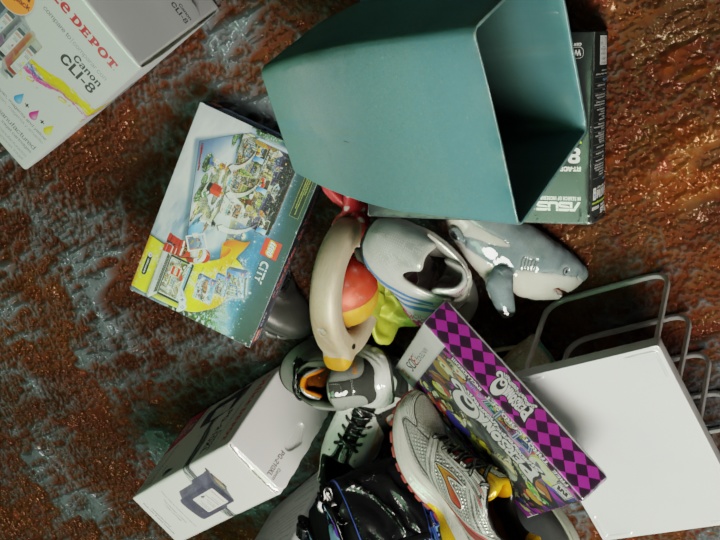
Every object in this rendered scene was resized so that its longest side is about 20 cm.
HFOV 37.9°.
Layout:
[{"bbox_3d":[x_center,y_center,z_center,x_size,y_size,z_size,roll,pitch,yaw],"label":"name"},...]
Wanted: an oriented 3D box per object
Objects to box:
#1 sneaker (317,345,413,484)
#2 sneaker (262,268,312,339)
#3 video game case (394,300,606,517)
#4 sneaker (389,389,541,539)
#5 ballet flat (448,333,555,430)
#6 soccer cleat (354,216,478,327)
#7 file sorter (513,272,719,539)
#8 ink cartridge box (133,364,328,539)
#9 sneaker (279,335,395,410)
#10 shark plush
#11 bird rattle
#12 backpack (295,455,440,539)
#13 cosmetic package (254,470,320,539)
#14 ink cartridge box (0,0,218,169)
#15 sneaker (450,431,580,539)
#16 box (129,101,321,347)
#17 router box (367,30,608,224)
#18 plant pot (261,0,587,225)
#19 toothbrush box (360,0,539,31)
[{"bbox_3d":[0.003,0.169,1.150,0.073,0.080,0.201,24,129,10],"label":"sneaker"},{"bbox_3d":[-0.109,-0.012,1.080,0.090,0.076,0.200,-32,109,30],"label":"sneaker"},{"bbox_3d":[0.119,0.133,0.957,0.200,0.036,0.181,48,164,8],"label":"video game case"},{"bbox_3d":[0.100,0.195,0.973,0.082,0.078,0.201,-43,68,30],"label":"sneaker"},{"bbox_3d":[0.117,0.120,1.081,0.199,0.067,0.063,-30,82,34],"label":"ballet flat"},{"bbox_3d":[0.071,0.016,0.952,0.086,0.070,0.200,21,171,37],"label":"soccer cleat"},{"bbox_3d":[0.255,0.125,0.962,0.138,0.125,0.201,-18,115,33],"label":"file sorter"},{"bbox_3d":[-0.148,0.211,1.210,0.084,0.145,0.199,47,130,-12],"label":"ink cartridge box"},{"bbox_3d":[-0.043,0.107,1.090,0.200,0.079,0.075,-4,93,62],"label":"sneaker"},{"bbox_3d":[0.122,-0.053,0.962,0.083,0.091,0.201,-34,90,14],"label":"shark plush"},{"bbox_3d":[0.000,0.000,0.978,0.112,0.164,0.201,13,133,14],"label":"bird rattle"},{"bbox_3d":[0.034,0.309,1.089,0.201,0.134,0.183,64,158,19],"label":"backpack"},{"bbox_3d":[-0.047,0.372,1.241,0.165,0.200,0.165,40,132,-6],"label":"cosmetic package"},{"bbox_3d":[-0.262,-0.221,0.952,0.199,0.145,0.146,-29,108,37],"label":"ink cartridge box"},{"bbox_3d":[0.127,0.229,1.064,0.200,0.106,0.075,47,127,39],"label":"sneaker"},{"bbox_3d":[-0.127,-0.045,1.023,0.136,0.038,0.201,25,102,5],"label":"box"},{"bbox_3d":[0.102,-0.119,0.868,0.198,0.062,0.151,3,104,23],"label":"router box"},{"bbox_3d":[0.039,-0.132,0.768,0.199,0.141,0.142,4,126,34],"label":"plant pot"},{"bbox_3d":[0.075,-0.292,0.773,0.145,0.085,0.201,10,128,20],"label":"toothbrush box"}]
